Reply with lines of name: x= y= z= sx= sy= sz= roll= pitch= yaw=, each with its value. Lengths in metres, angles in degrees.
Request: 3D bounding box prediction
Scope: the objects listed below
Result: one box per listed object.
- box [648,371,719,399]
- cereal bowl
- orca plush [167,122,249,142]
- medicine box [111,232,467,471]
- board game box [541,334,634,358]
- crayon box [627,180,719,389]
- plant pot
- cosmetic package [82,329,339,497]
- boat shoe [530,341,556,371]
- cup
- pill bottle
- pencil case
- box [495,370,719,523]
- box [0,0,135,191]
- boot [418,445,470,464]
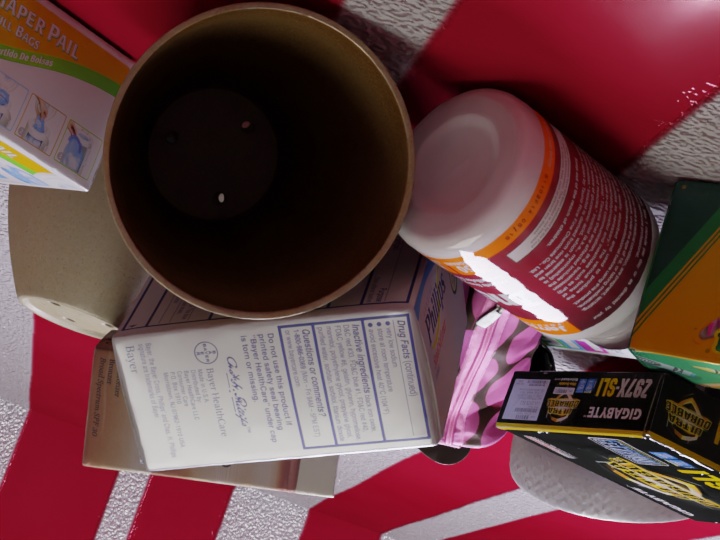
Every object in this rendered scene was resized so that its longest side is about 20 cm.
box: x=0.334 y=0.092 z=1.308 sx=0.200 sy=0.117 sz=0.197 roll=12 pitch=164 yaw=28
cereal bowl: x=0.233 y=0.147 z=1.617 sx=0.200 sy=0.083 sz=0.200 roll=2 pitch=-163 yaw=0
orca plush: x=-0.162 y=-0.088 z=1.357 sx=0.200 sy=0.071 sz=0.105 roll=17 pitch=165 yaw=8
medicine box: x=-0.040 y=0.039 z=1.208 sx=0.200 sy=0.103 sz=0.182 roll=-5 pitch=-157 yaw=12
board game box: x=0.145 y=0.026 z=1.465 sx=0.200 sy=0.034 sz=0.134 roll=5 pitch=161 yaw=41
crayon box: x=0.277 y=0.019 z=1.110 sx=0.200 sy=0.119 sz=0.058 roll=9 pitch=163 yaw=32
plant pot: x=-0.080 y=-0.074 z=1.160 sx=0.186 sy=0.186 sz=0.200 roll=23 pitch=180 yaw=-14
cosmetic package: x=-0.111 y=0.112 z=1.437 sx=0.200 sy=0.103 sz=0.087 roll=6 pitch=-173 yaw=0
boat shoe: x=0.127 y=0.091 z=1.508 sx=0.063 sy=0.074 sz=0.201 roll=21 pitch=163 yaw=26
cup: x=-0.214 y=-0.024 z=1.515 sx=0.200 sy=0.143 sz=0.200 roll=18 pitch=165 yaw=5
pill bottle: x=0.119 y=-0.024 z=1.160 sx=0.113 sy=0.113 sz=0.200 roll=4 pitch=159 yaw=45
pencil case: x=0.095 y=0.050 z=1.340 sx=0.091 sy=0.094 sz=0.200 roll=14 pitch=134 yaw=-1
box: x=0.220 y=0.125 z=1.244 sx=0.200 sy=0.049 sz=0.160 roll=27 pitch=162 yaw=-29
box: x=-0.268 y=-0.142 z=1.231 sx=0.112 sy=0.101 sz=0.200 roll=6 pitch=161 yaw=40
boot: x=0.032 y=0.093 z=1.626 sx=0.186 sy=0.064 sz=0.200 roll=59 pitch=173 yaw=5
